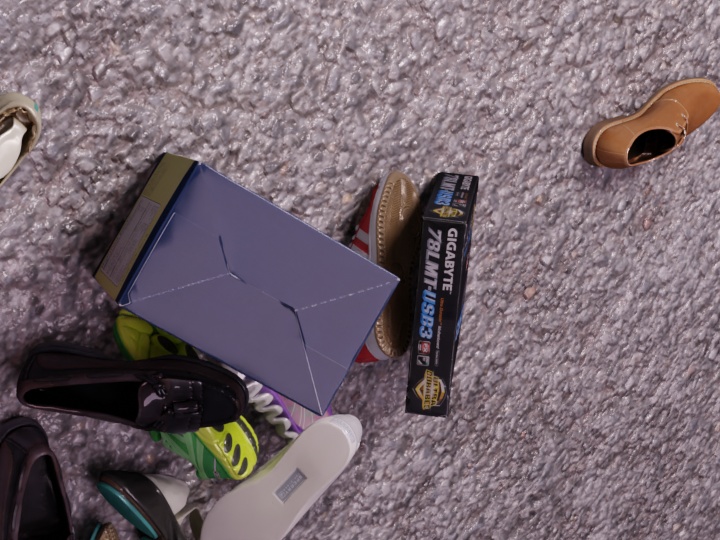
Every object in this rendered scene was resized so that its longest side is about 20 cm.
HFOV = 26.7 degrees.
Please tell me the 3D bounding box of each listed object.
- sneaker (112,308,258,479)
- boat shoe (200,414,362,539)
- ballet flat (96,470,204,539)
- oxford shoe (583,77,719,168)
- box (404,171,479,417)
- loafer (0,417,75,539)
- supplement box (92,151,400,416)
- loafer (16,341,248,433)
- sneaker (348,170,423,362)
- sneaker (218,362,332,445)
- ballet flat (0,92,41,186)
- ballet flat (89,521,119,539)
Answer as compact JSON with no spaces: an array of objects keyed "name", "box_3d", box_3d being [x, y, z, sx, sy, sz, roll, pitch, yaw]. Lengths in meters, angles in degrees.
[{"name":"sneaker","box_3d":[-0.177,0.123,1.415,0.200,0.084,0.074,58,31,-18]},{"name":"boat shoe","box_3d":[-0.074,0.208,1.463,0.200,0.072,0.069,-51,169,18]},{"name":"ballet flat","box_3d":[-0.193,0.239,1.466,0.068,0.068,0.200,-48,140,-26]},{"name":"oxford shoe","box_3d":[0.349,-0.160,1.723,0.200,0.071,0.071,-30,122,-27]},{"name":"box","box_3d":[0.081,0.019,1.516,0.050,0.200,0.199,6,106,6]},{"name":"loafer","box_3d":[-0.295,0.233,1.378,0.072,0.063,0.200,-18,118,-31]},{"name":"supplement box","box_3d":[-0.105,0.006,1.310,0.200,0.200,0.134,31,88,-17]},{"name":"loafer","box_3d":[-0.201,0.112,1.322,0.200,0.063,0.072,9,118,4]},{"name":"sneaker","box_3d":[0.000,0.000,1.525,0.071,0.112,0.200,28,59,-39]},{"name":"sneaker","box_3d":[-0.057,0.117,1.493,0.088,0.081,0.200,-36,128,4]},{"name":"ballet flat","box_3d":[-0.330,-0.064,1.234,0.200,0.069,0.069,-52,130,-9]},{"name":"ballet flat","box_3d":[-0.251,0.337,1.446,0.071,0.065,0.200,-42,152,-76]}]
